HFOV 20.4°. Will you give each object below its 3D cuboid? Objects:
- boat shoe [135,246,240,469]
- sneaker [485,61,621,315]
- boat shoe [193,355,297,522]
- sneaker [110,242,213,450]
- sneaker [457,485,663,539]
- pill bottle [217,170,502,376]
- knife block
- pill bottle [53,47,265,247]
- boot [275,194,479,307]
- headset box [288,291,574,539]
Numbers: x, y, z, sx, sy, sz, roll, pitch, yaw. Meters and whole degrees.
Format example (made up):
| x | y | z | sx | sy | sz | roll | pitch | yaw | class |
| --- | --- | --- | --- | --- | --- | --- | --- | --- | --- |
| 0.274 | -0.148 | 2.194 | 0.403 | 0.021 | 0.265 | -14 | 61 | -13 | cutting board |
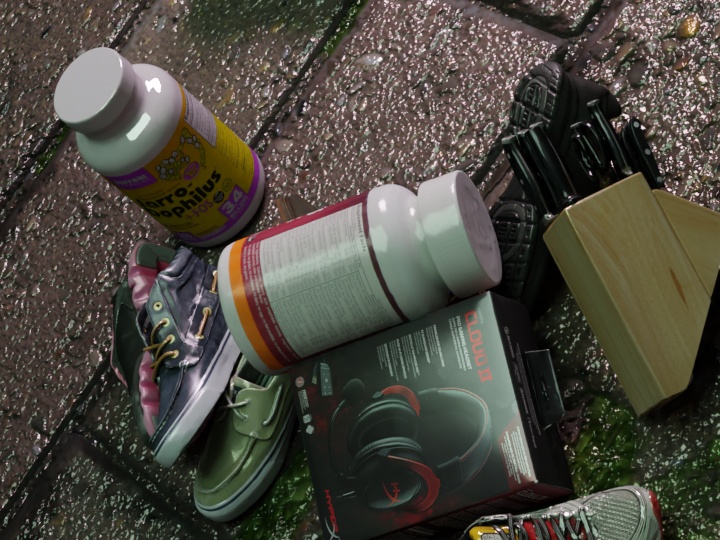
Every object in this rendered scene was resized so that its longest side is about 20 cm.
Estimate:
| x | y | z | sx | sy | sz | roll | pitch | yaw | class |
| --- | --- | --- | --- | --- | --- | --- | --- | --- | --- |
| -0.150 | 0.070 | 1.628 | 0.071 | 0.090 | 0.201 | -54 | 9 | 43 | boat shoe |
| 0.153 | -0.055 | 1.539 | 0.076 | 0.090 | 0.202 | 27 | 103 | 60 | sneaker |
| -0.086 | 0.105 | 1.621 | 0.072 | 0.062 | 0.201 | 17 | 74 | 40 | boat shoe |
| -0.179 | 0.078 | 1.711 | 0.095 | 0.079 | 0.201 | -42 | 43 | 37 | sneaker |
| 0.121 | 0.206 | 1.400 | 0.199 | 0.082 | 0.078 | -28 | 50 | 18 | sneaker |
| 0.000 | 0.000 | 1.514 | 0.199 | 0.110 | 0.110 | -20 | 53 | 17 | pill bottle |
| 0.171 | -0.016 | 1.445 | 0.174 | 0.064 | 0.201 | 19 | 71 | -3 | knife block |
| -0.175 | -0.108 | 1.719 | 0.104 | 0.200 | 0.105 | -18 | 54 | 26 | pill bottle |
| 0.012 | -0.010 | 1.624 | 0.097 | 0.075 | 0.200 | -37 | 58 | -1 | boot |
| 0.060 | 0.114 | 1.480 | 0.199 | 0.075 | 0.150 | -21 | 70 | 24 | headset box |
